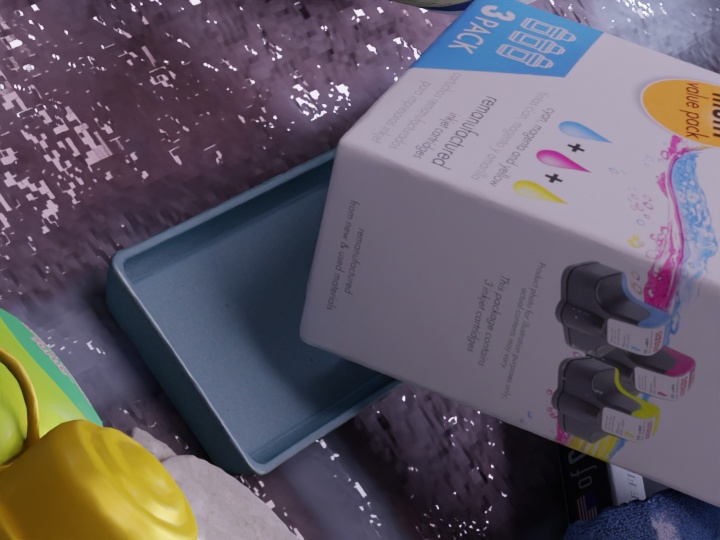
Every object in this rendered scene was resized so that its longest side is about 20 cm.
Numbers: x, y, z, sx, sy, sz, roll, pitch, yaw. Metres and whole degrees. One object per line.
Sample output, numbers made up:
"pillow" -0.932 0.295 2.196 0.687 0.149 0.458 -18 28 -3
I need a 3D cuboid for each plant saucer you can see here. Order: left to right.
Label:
"plant saucer" 0.000 0.000 0.835 0.070 0.019 0.200 55 37 4

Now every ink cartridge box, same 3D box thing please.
"ink cartridge box" 0.099 0.003 0.788 0.200 0.068 0.115 21 33 13

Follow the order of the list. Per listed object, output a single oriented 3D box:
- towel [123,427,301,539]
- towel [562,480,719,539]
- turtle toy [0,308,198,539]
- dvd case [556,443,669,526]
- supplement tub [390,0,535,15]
"towel" -0.012 0.140 0.690 0.200 0.034 0.133 46 38 -11
"towel" 0.120 0.150 0.787 0.111 0.048 0.200 -11 82 -43
"turtle toy" -0.117 0.041 0.585 0.200 0.146 0.101 49 13 12
"dvd case" 0.141 0.099 0.902 0.200 0.025 0.151 23 45 -35
"supplement tub" -0.018 -0.159 0.842 0.200 0.144 0.145 9 54 -44
